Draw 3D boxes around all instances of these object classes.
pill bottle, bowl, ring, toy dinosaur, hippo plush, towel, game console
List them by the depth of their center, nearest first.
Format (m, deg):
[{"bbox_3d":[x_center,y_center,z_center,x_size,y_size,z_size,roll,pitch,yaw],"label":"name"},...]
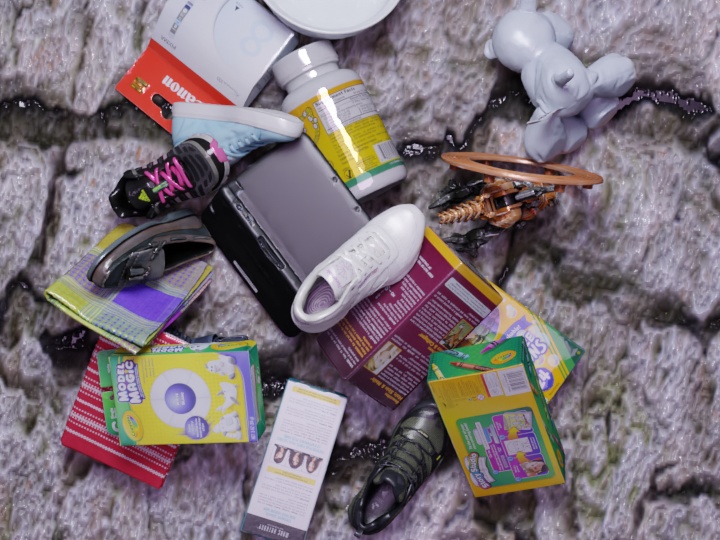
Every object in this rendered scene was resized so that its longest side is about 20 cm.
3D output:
[{"bbox_3d":[0.197,-0.120,1.433,0.200,0.200,0.019,7,102,0],"label":"ring"},{"bbox_3d":[-0.280,0.015,1.435,0.144,0.200,0.023,30,124,5],"label":"towel"},{"bbox_3d":[-0.277,0.161,1.449,0.144,0.022,0.200,25,105,2],"label":"towel"},{"bbox_3d":[0.163,-0.085,1.456,0.200,0.136,0.102,14,68,-41],"label":"toy dinosaur"},{"bbox_3d":[-0.083,-0.041,1.464,0.116,0.176,0.200,-36,88,-28],"label":"game console"},{"bbox_3d":[0.223,-0.242,1.468,0.161,0.200,0.159,50,128,23],"label":"hippo plush"},{"bbox_3d":[-0.032,-0.182,1.472,0.113,0.113,0.200,-26,89,-1],"label":"pill bottle"},{"bbox_3d":[-0.042,-0.370,1.479,0.201,0.090,0.201,1,74,-5],"label":"bowl"}]

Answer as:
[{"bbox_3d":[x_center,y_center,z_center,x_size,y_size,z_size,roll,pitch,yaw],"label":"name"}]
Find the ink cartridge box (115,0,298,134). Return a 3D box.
[{"bbox_3d":[-0.201,-0.270,1.495,0.160,0.047,0.200,39,90,7],"label":"ink cartridge box"}]

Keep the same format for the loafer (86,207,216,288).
[{"bbox_3d":[-0.248,-0.021,1.426,0.063,0.200,0.072,40,125,9],"label":"loafer"}]

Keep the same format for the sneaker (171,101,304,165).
[{"bbox_3d":[-0.151,-0.161,1.434,0.200,0.074,0.082,11,100,38],"label":"sneaker"}]

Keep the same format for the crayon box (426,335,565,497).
[{"bbox_3d":[0.169,0.182,1.430,0.119,0.058,0.200,-12,122,17],"label":"crayon box"}]

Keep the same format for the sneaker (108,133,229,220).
[{"bbox_3d":[-0.239,-0.106,1.427,0.087,0.200,0.074,-40,107,-42],"label":"sneaker"}]

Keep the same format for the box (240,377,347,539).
[{"bbox_3d":[-0.083,0.244,1.490,0.082,0.049,0.200,18,88,0],"label":"box"}]

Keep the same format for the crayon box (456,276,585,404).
[{"bbox_3d":[0.168,0.095,1.497,0.200,0.052,0.126,36,88,1],"label":"crayon box"}]

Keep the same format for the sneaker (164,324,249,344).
[{"bbox_3d":[-0.221,0.080,1.472,0.146,0.077,0.203,-21,98,10],"label":"sneaker"}]

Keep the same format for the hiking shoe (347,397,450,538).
[{"bbox_3d":[0.057,0.252,1.466,0.076,0.101,0.200,31,88,0],"label":"hiking shoe"}]

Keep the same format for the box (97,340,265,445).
[{"bbox_3d":[-0.220,0.148,1.402,0.200,0.048,0.118,-3,102,11],"label":"box"}]

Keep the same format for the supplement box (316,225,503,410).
[{"bbox_3d":[0.060,0.060,1.434,0.200,0.110,0.086,-45,46,6],"label":"supplement box"}]

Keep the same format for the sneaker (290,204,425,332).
[{"bbox_3d":[0.000,0.000,1.359,0.200,0.100,0.075,-44,83,-1],"label":"sneaker"}]
